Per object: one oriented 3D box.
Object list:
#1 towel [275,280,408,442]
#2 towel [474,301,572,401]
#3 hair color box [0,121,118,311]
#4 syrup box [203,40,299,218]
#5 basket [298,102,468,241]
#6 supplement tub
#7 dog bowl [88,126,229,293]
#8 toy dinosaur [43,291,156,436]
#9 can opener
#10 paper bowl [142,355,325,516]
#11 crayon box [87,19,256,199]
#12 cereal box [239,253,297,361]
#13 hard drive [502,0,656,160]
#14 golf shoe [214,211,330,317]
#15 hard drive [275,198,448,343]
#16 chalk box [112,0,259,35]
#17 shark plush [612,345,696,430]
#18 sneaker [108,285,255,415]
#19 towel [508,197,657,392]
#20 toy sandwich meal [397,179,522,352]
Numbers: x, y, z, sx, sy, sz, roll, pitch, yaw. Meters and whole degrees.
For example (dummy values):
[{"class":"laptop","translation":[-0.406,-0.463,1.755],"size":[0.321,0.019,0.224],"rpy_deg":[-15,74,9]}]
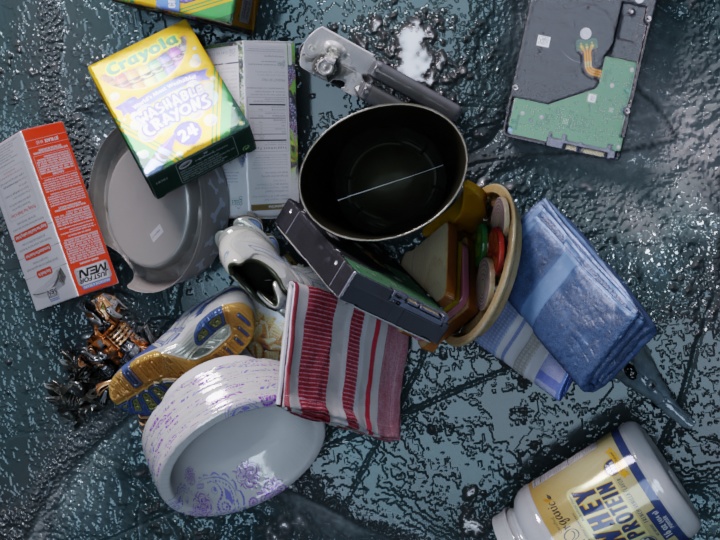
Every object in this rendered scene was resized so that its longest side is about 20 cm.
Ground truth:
[{"class":"towel","translation":[-0.015,0.104,1.515],"size":[0.023,0.199,0.145],"rpy_deg":[-9,69,38]},{"class":"towel","translation":[0.188,0.036,1.516],"size":[0.200,0.024,0.148],"rpy_deg":[38,103,44]},{"class":"hair color box","translation":[-0.367,-0.062,1.605],"size":[0.111,0.064,0.201],"rpy_deg":[-16,93,49]},{"class":"syrup box","translation":[-0.126,-0.160,1.564],"size":[0.078,0.081,0.202],"rpy_deg":[3,97,47]},{"class":"basket","translation":[0.032,-0.100,1.491],"size":[0.179,0.200,0.137],"rpy_deg":[-19,88,5]},{"class":"supplement tub","translation":[0.262,0.278,1.522],"size":[0.199,0.144,0.145],"rpy_deg":[-34,89,10]},{"class":"dog bowl","translation":[-0.231,-0.075,1.570],"size":[0.199,0.058,0.202],"rpy_deg":[5,97,41]},{"class":"toy dinosaur","translation":[-0.293,0.126,1.614],"size":[0.135,0.102,0.201],"rpy_deg":[-17,92,11]},{"class":"can opener","translation":[0.021,-0.216,1.570],"size":[0.199,0.067,0.054],"rpy_deg":[28,98,-8]},{"class":"paper bowl","translation":[-0.147,0.175,1.526],"size":[0.200,0.201,0.105],"rpy_deg":[-37,52,10]},{"class":"crayon box","translation":[-0.216,-0.192,1.505],"size":[0.125,0.052,0.201],"rpy_deg":[-28,62,-8]},{"class":"cereal box","translation":[-0.123,0.096,1.618],"size":[0.200,0.040,0.144],"rpy_deg":[-38,89,10]},{"class":"hard drive","translation":[0.247,-0.236,1.535],"size":[0.139,0.038,0.202],"rpy_deg":[12,96,8]},{"class":"golf shoe","translation":[-0.084,0.029,1.517],"size":[0.200,0.097,0.078],"rpy_deg":[37,114,-21]},{"class":"hard drive","translation":[0.000,0.000,1.466],"size":[0.139,0.200,0.038],"rpy_deg":[26,101,-33]},{"class":"chalk box","translation":[-0.216,-0.355,1.551],"size":[0.199,0.125,0.125],"rpy_deg":[14,97,6]},{"class":"shark plush","translation":[0.293,0.109,1.534],"size":[0.091,0.083,0.201],"rpy_deg":[-32,89,10]},{"class":"sneaker","translation":[-0.201,0.093,1.571],"size":[0.199,0.088,0.075],"rpy_deg":[-32,112,10]},{"class":"towel","translation":[0.218,0.026,1.442],"size":[0.112,0.048,0.200],"rpy_deg":[-52,50,21]},{"class":"toy sandwich meal","translation":[0.106,-0.008,1.506],"size":[0.070,0.205,0.207],"rpy_deg":[15,98,-19]}]
